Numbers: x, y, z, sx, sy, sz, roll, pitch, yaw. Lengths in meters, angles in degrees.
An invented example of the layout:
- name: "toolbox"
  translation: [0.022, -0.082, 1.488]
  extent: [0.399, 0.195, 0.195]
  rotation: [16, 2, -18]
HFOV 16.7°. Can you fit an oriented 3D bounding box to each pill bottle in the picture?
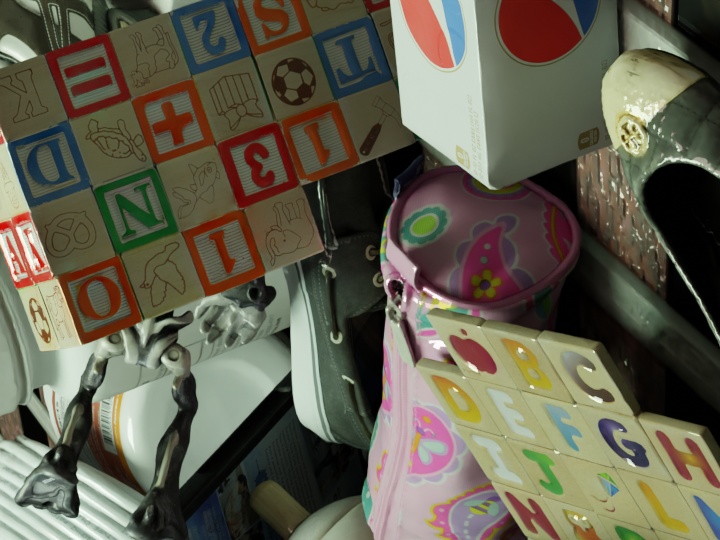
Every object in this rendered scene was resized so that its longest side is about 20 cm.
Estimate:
- name: "pill bottle"
  translation: [-0.128, 0.004, 1.251]
  extent: [0.114, 0.200, 0.115]
  rotation: [49, 151, 40]
- name: "pill bottle"
  translation: [-0.113, 0.074, 1.404]
  extent: [0.200, 0.112, 0.112]
  rotation: [10, 120, 66]

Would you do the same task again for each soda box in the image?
- name: "soda box"
  translation: [0.049, -0.135, 0.892]
  extent: [0.068, 0.064, 0.200]
  rotation: [42, 147, 49]

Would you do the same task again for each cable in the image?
- name: "cable"
  translation: [-0.130, 0.167, 1.366]
  extent: [0.200, 0.069, 0.200]
  rotation: [41, 168, -29]

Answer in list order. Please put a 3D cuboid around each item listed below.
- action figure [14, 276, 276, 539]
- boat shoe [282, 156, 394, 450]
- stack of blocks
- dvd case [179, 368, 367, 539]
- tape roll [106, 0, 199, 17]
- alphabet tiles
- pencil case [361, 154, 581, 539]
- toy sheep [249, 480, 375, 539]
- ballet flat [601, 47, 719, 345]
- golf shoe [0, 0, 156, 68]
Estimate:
- name: "action figure"
  translation: [-0.095, 0.016, 1.098]
  extent: [0.102, 0.119, 0.201]
  rotation: [173, 112, -78]
- name: "boat shoe"
  translation: [0.000, 0.000, 1.145]
  extent: [0.057, 0.069, 0.200]
  rotation: [21, 133, 34]
- name: "stack of blocks"
  translation: [-0.057, -0.055, 1.029]
  extent: [0.059, 0.200, 0.115]
  rotation: [-11, 101, 66]
- name: "dvd case"
  translation: [-0.042, 0.143, 1.230]
  extent: [0.018, 0.200, 0.143]
  rotation: [-3, 112, 26]
- name: "tape roll"
  translation: [-0.106, -0.213, 1.174]
  extent: [0.203, 0.071, 0.203]
  rotation: [51, 153, 39]
- name: "alphabet tiles"
  translation: [0.102, 0.095, 0.947]
  extent: [0.166, 0.006, 0.200]
  rotation: [13, 141, 54]
- name: "pencil case"
  translation: [0.042, 0.046, 1.048]
  extent: [0.087, 0.087, 0.200]
  rotation: [53, 154, 35]
- name: "toy sheep"
  translation: [0.018, 0.173, 1.155]
  extent: [0.200, 0.138, 0.138]
  rotation: [40, 150, 14]
- name: "ballet flat"
  translation: [0.133, 0.012, 0.837]
  extent: [0.200, 0.057, 0.066]
  rotation: [63, 157, 13]
- name: "golf shoe"
  translation: [-0.159, -0.126, 1.163]
  extent: [0.200, 0.094, 0.078]
  rotation: [58, 158, 28]
